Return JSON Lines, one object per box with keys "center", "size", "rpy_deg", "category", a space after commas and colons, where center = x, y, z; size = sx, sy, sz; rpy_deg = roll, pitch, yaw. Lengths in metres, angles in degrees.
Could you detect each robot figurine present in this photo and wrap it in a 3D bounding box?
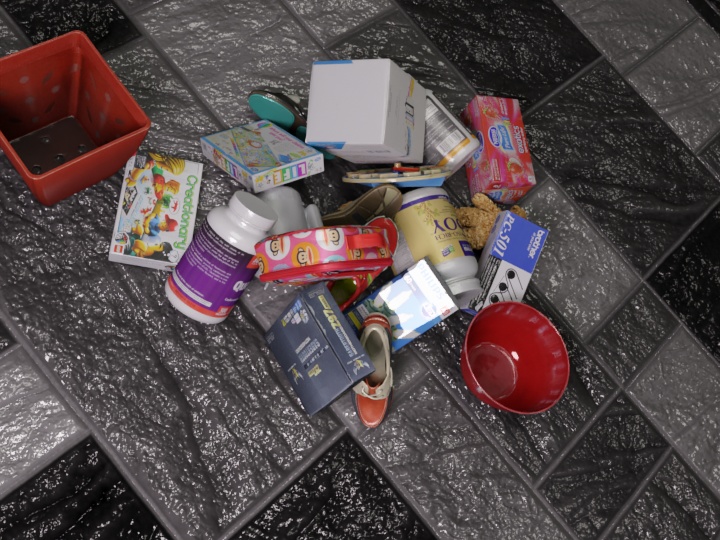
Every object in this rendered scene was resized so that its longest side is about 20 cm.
{"center": [-0.146, -0.065, 1.305], "size": [0.169, 0.113, 0.200], "rpy_deg": [-13, 71, -3], "category": "robot figurine"}

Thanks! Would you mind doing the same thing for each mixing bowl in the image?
{"center": [0.253, 0.164, 1.357], "size": [0.200, 0.108, 0.200], "rpy_deg": [7, 66, -17], "category": "mixing bowl"}

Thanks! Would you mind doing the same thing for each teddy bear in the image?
{"center": [0.243, -0.080, 1.484], "size": [0.200, 0.067, 0.145], "rpy_deg": [17, 65, -12], "category": "teddy bear"}

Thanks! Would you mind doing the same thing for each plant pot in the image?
{"center": [-0.474, -0.217, 1.213], "size": [0.200, 0.176, 0.200], "rpy_deg": [-34, 82, -29], "category": "plant pot"}

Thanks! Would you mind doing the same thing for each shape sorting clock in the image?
{"center": [0.066, -0.175, 1.395], "size": [0.200, 0.200, 0.039], "rpy_deg": [-4, 101, -22], "category": "shape sorting clock"}

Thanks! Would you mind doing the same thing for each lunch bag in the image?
{"center": [-0.042, -0.028, 1.163], "size": [0.200, 0.176, 0.082], "rpy_deg": [-4, 84, -59], "category": "lunch bag"}

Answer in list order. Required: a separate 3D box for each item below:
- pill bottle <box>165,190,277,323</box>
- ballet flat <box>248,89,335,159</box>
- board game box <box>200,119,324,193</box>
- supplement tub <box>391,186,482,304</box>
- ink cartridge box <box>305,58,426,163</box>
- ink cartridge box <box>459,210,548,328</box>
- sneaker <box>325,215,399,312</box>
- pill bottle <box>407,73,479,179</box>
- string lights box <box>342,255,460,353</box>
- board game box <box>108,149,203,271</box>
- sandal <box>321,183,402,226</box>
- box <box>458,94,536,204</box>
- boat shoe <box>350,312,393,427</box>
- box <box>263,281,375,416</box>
{"center": [-0.213, -0.022, 1.206], "size": [0.112, 0.200, 0.112], "rpy_deg": [32, 18, -12], "category": "pill bottle"}
{"center": [-0.117, -0.283, 1.444], "size": [0.200, 0.068, 0.068], "rpy_deg": [35, 50, -15], "category": "ballet flat"}
{"center": [-0.173, -0.202, 1.332], "size": [0.134, 0.034, 0.200], "rpy_deg": [-22, 37, -27], "category": "board game box"}
{"center": [0.122, -0.032, 1.373], "size": [0.145, 0.145, 0.200], "rpy_deg": [-15, 73, -25], "category": "supplement tub"}
{"center": [0.016, -0.276, 1.368], "size": [0.147, 0.200, 0.145], "rpy_deg": [4, 89, 23], "category": "ink cartridge box"}
{"center": [0.267, -0.001, 1.434], "size": [0.094, 0.044, 0.200], "rpy_deg": [25, 81, -11], "category": "ink cartridge box"}
{"center": [0.000, 0.000, 1.300], "size": [0.077, 0.085, 0.200], "rpy_deg": [33, 96, -3], "category": "sneaker"}
{"center": [0.127, -0.278, 1.499], "size": [0.116, 0.116, 0.200], "rpy_deg": [-39, 84, -29], "category": "pill bottle"}
{"center": [0.055, 0.074, 1.281], "size": [0.200, 0.059, 0.103], "rpy_deg": [-36, 88, 14], "category": "string lights box"}
{"center": [-0.341, -0.101, 1.293], "size": [0.126, 0.035, 0.200], "rpy_deg": [10, 65, -17], "category": "board game box"}
{"center": [-0.012, -0.093, 1.347], "size": [0.080, 0.200, 0.054], "rpy_deg": [48, 24, -24], "category": "sandal"}
{"center": [0.270, -0.241, 1.547], "size": [0.100, 0.095, 0.200], "rpy_deg": [2, 67, -20], "category": "box"}
{"center": [0.020, 0.169, 1.238], "size": [0.071, 0.063, 0.200], "rpy_deg": [4, 109, 1], "category": "boat shoe"}
{"center": [-0.069, 0.127, 1.200], "size": [0.051, 0.200, 0.158], "rpy_deg": [-26, 79, -31], "category": "box"}
